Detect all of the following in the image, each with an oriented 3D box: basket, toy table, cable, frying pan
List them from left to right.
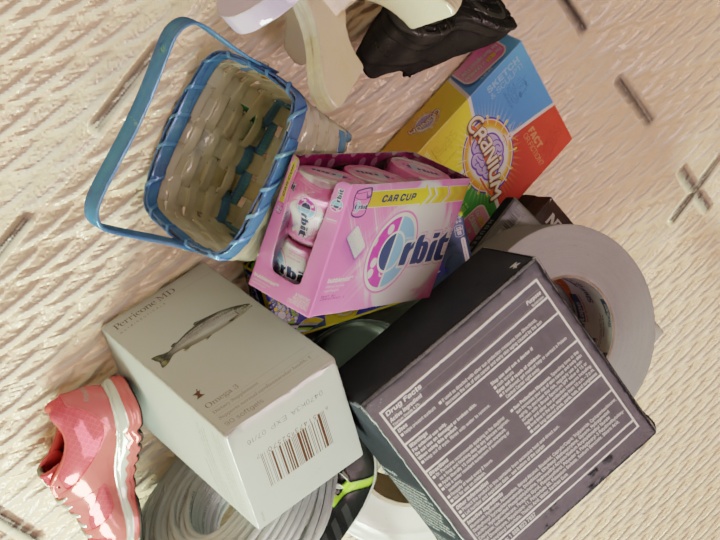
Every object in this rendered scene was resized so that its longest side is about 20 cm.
[{"bbox_3d":[-0.118,-0.092,1.280,0.200,0.139,0.176,23,96,-55],"label":"basket"},{"bbox_3d":[-0.113,0.212,1.422,0.069,0.200,0.200,42,53,-31],"label":"cable"},{"bbox_3d":[-0.018,-0.231,1.266,0.117,0.184,0.200,48,64,-28],"label":"toy table"},{"bbox_3d":[0.030,0.092,1.478,0.190,0.031,0.115,1,118,-18],"label":"frying pan"}]

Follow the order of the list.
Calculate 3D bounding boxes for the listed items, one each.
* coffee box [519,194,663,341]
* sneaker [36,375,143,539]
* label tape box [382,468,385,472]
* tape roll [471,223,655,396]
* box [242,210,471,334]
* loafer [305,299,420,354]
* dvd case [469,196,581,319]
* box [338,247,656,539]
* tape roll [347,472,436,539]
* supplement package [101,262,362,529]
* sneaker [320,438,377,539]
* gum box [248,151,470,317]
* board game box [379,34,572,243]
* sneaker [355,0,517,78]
[{"bbox_3d":[0.199,0.031,1.625,0.113,0.080,0.200,-47,110,-15],"label":"coffee box"},{"bbox_3d":[-0.242,0.185,1.393,0.087,0.074,0.200,-7,115,-24],"label":"sneaker"},{"bbox_3d":[0.096,0.174,1.683,0.143,0.066,0.200,-13,122,-37],"label":"label tape box"},{"bbox_3d":[0.180,0.056,1.507,0.200,0.066,0.200,0,91,-25],"label":"tape roll"},{"bbox_3d":[0.000,0.000,1.449,0.200,0.064,0.070,-18,105,-17],"label":"box"},{"bbox_3d":[-0.008,0.051,1.520,0.200,0.070,0.070,-22,131,-22],"label":"loafer"},{"bbox_3d":[0.169,0.048,1.554,0.200,0.025,0.150,43,76,-20],"label":"dvd case"},{"bbox_3d":[0.110,0.118,1.377,0.200,0.123,0.198,-39,107,-12],"label":"box"},{"bbox_3d":[0.046,0.170,1.560,0.202,0.071,0.203,-2,107,-7],"label":"tape roll"},{"bbox_3d":[-0.111,0.102,1.353,0.117,0.200,0.117,-35,132,-22],"label":"supplement package"},{"bbox_3d":[-0.042,0.233,1.452,0.083,0.072,0.200,-39,154,-86],"label":"sneaker"},{"bbox_3d":[0.000,-0.033,1.306,0.200,0.066,0.114,-8,121,-57],"label":"gum box"},{"bbox_3d":[0.106,-0.111,1.546,0.200,0.040,0.153,-48,136,-10],"label":"board game box"},{"bbox_3d":[0.064,-0.218,1.432,0.200,0.076,0.091,-15,157,-51],"label":"sneaker"}]
